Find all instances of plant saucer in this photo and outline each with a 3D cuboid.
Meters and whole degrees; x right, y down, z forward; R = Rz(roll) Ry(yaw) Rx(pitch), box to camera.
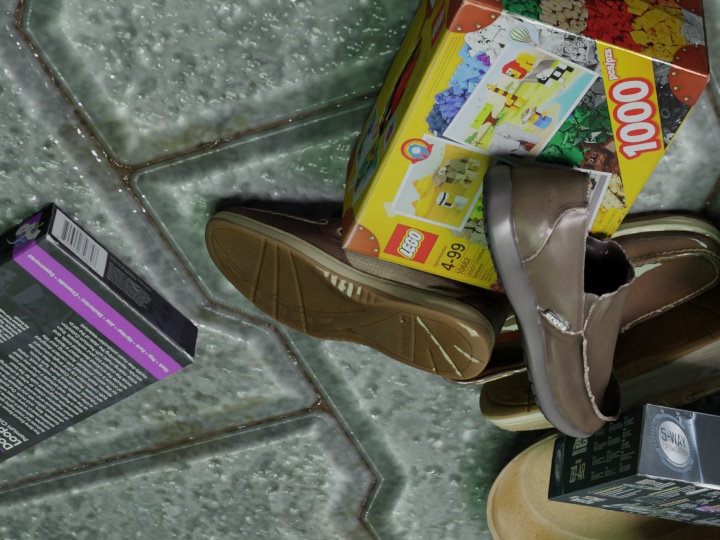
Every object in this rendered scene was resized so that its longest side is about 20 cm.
[{"bbox_3d":[0.189,0.159,1.393,0.198,0.036,0.201,2,135,2],"label":"plant saucer"}]

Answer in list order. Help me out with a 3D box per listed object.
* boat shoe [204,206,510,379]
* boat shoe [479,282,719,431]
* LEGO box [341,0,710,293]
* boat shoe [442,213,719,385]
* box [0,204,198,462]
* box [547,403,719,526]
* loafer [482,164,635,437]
[{"bbox_3d":[0.000,0.000,1.222,0.198,0.072,0.073,20,138,16],"label":"boat shoe"},{"bbox_3d":[0.176,0.073,1.278,0.198,0.074,0.069,-19,128,24],"label":"boat shoe"},{"bbox_3d":[0.090,-0.085,1.119,0.148,0.078,0.201,15,135,-12],"label":"LEGO box"},{"bbox_3d":[0.139,0.029,1.234,0.201,0.075,0.075,-19,132,22],"label":"boat shoe"},{"bbox_3d":[-0.229,0.049,1.314,0.199,0.036,0.143,-28,127,27],"label":"box"},{"bbox_3d":[0.221,0.130,1.231,0.159,0.044,0.200,10,168,-8],"label":"box"},{"bbox_3d":[0.125,0.021,1.116,0.070,0.073,0.201,-10,134,15],"label":"loafer"}]
